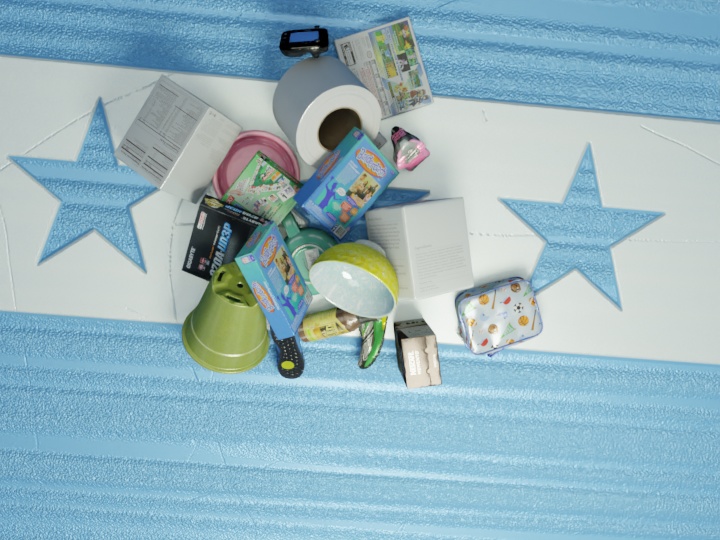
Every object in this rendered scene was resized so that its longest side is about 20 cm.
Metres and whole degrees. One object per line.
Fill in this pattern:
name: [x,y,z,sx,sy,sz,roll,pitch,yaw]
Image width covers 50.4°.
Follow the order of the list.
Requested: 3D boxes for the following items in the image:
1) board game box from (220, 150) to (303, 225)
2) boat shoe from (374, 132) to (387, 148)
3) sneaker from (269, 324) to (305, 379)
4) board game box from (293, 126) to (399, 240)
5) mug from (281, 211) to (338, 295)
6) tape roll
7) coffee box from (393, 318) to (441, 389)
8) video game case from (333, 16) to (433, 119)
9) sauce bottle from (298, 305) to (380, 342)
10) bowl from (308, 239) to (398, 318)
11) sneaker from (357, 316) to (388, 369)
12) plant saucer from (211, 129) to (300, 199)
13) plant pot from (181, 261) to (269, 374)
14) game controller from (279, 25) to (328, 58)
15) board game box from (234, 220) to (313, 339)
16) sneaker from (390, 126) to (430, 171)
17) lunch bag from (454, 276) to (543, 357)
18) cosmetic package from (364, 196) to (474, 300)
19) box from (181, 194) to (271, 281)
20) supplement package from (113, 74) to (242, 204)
board game box: [-0.229,-0.148,1.686,0.134,0.029,0.200,37,116,-14]
boat shoe: [-0.013,-0.235,1.734,0.067,0.074,0.201,35,93,-6]
sneaker: [-0.164,0.165,1.754,0.065,0.079,0.201,-5,132,2]
board game box: [-0.028,-0.183,1.642,0.200,0.045,0.152,-48,137,1]
mug: [-0.128,-0.028,1.729,0.184,0.114,0.153,29,94,-6]
tape roll: [-0.073,-0.337,1.639,0.201,0.140,0.204,-18,137,-18]
coffee box: [0.124,0.183,1.721,0.079,0.200,0.114,-7,96,-2]
video game case: [0.054,-0.451,1.742,0.181,0.022,0.202,-18,96,-1]
sauce bottle: [-0.049,0.114,1.737,0.198,0.065,0.065,-16,97,25]
bowl: [0.000,0.000,1.630,0.199,0.200,0.108,28,60,-5]
sneaker: [0.019,0.130,1.781,0.084,0.078,0.202,10,87,3]
plant saucer: [-0.235,-0.215,1.737,0.198,0.051,0.203,0,97,-2]
plant pot: [-0.275,0.088,1.654,0.198,0.201,0.191,20,136,-5]
game controller: [-0.120,-0.494,1.645,0.103,0.200,0.043,3,116,-5]
board game box: [-0.176,0.019,1.596,0.045,0.152,0.201,-16,113,21]
sneaker: [0.094,-0.277,1.681,0.079,0.200,0.096,-37,85,8]
lunch bag: [0.319,0.111,1.787,0.198,0.076,0.162,-17,99,-2]
cosmetic package: [0.129,-0.050,1.688,0.165,0.167,0.202,-11,97,-28]
box: [-0.300,-0.055,1.704,0.158,0.046,0.201,22,128,-5]
supplement package: [-0.391,-0.279,1.650,0.150,0.152,0.201,34,94,19]
